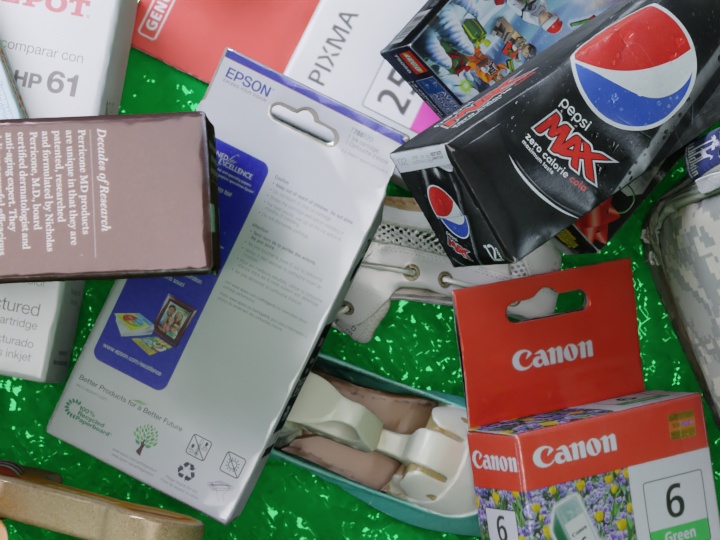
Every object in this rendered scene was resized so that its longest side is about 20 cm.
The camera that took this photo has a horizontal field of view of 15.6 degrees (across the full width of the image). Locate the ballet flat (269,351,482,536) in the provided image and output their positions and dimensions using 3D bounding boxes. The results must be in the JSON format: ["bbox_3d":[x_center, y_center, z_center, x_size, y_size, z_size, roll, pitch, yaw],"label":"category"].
[{"bbox_3d":[0.009,0.082,1.267,0.199,0.070,0.068,19,87,0],"label":"ballet flat"}]

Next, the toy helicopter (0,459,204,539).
[{"bbox_3d":[-0.166,0.101,1.208,0.199,0.132,0.079,12,87,25],"label":"toy helicopter"}]

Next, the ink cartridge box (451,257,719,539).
[{"bbox_3d":[0.111,0.100,1.250,0.109,0.050,0.201,-10,95,-28],"label":"ink cartridge box"}]

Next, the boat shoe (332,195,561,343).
[{"bbox_3d":[0.000,0.000,1.270,0.199,0.071,0.070,2,86,-2],"label":"boat shoe"}]

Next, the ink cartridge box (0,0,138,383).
[{"bbox_3d":[-0.196,-0.057,1.262,0.144,0.085,0.201,11,87,1],"label":"ink cartridge box"}]

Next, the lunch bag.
[{"bbox_3d":[0.222,0.021,1.225,0.139,0.168,0.201,-23,88,-2],"label":"lunch bag"}]

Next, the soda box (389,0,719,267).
[{"bbox_3d":[0.116,-0.079,1.190,0.200,0.071,0.063,-35,100,-19],"label":"soda box"}]

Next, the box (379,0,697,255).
[{"bbox_3d":[0.123,-0.125,1.255,0.137,0.040,0.200,46,73,-15],"label":"box"}]

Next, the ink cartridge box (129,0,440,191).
[{"bbox_3d":[0.001,-0.163,1.292,0.173,0.044,0.201,26,88,-1],"label":"ink cartridge box"}]

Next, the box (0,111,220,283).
[{"bbox_3d":[-0.161,-0.029,1.133,0.199,0.100,0.075,-1,90,-2],"label":"box"}]

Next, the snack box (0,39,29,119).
[{"bbox_3d":[-0.225,-0.102,1.203,0.116,0.037,0.201,-20,88,0],"label":"snack box"}]

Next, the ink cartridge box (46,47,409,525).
[{"bbox_3d":[-0.059,0.007,1.220,0.099,0.039,0.201,27,97,7],"label":"ink cartridge box"}]
